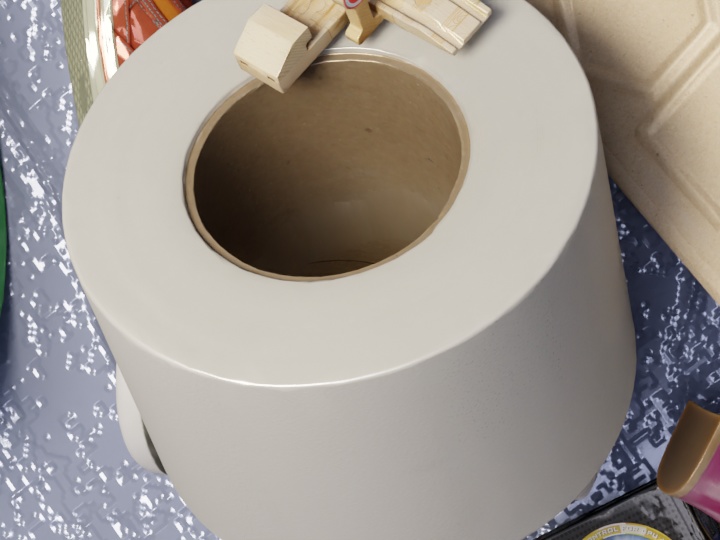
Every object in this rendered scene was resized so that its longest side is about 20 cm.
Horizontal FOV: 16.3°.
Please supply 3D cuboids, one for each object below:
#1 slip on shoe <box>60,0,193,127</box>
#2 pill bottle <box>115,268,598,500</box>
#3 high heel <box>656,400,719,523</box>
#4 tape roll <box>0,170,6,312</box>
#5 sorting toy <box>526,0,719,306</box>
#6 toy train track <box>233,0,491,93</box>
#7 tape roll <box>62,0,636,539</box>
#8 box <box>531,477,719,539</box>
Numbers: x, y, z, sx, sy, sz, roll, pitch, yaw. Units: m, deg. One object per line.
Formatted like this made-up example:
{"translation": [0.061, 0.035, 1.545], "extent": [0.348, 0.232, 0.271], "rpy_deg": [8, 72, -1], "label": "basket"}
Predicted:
{"translation": [-0.100, -0.110, 1.134], "extent": [0.061, 0.074, 0.201], "rpy_deg": [-8, 86, -15], "label": "slip on shoe"}
{"translation": [0.005, 0.046, 1.083], "extent": [0.199, 0.111, 0.112], "rpy_deg": [7, 98, 17], "label": "pill bottle"}
{"translation": [0.210, 0.030, 1.051], "extent": [0.096, 0.067, 0.201], "rpy_deg": [28, 88, -23], "label": "high heel"}
{"translation": [-0.221, -0.021, 1.106], "extent": [0.048, 0.200, 0.202], "rpy_deg": [-2, 95, 19], "label": "tape roll"}
{"translation": [0.154, -0.104, 0.947], "extent": [0.185, 0.036, 0.200], "rpy_deg": [-49, 67, 23], "label": "sorting toy"}
{"translation": [0.023, -0.151, 0.947], "extent": [0.114, 0.033, 0.200], "rpy_deg": [31, 71, 31], "label": "toy train track"}
{"translation": [0.000, 0.000, 0.959], "extent": [0.201, 0.139, 0.204], "rpy_deg": [-7, 52, 8], "label": "tape roll"}
{"translation": [0.092, 0.200, 1.103], "extent": [0.199, 0.044, 0.161], "rpy_deg": [-28, 86, 19], "label": "box"}
